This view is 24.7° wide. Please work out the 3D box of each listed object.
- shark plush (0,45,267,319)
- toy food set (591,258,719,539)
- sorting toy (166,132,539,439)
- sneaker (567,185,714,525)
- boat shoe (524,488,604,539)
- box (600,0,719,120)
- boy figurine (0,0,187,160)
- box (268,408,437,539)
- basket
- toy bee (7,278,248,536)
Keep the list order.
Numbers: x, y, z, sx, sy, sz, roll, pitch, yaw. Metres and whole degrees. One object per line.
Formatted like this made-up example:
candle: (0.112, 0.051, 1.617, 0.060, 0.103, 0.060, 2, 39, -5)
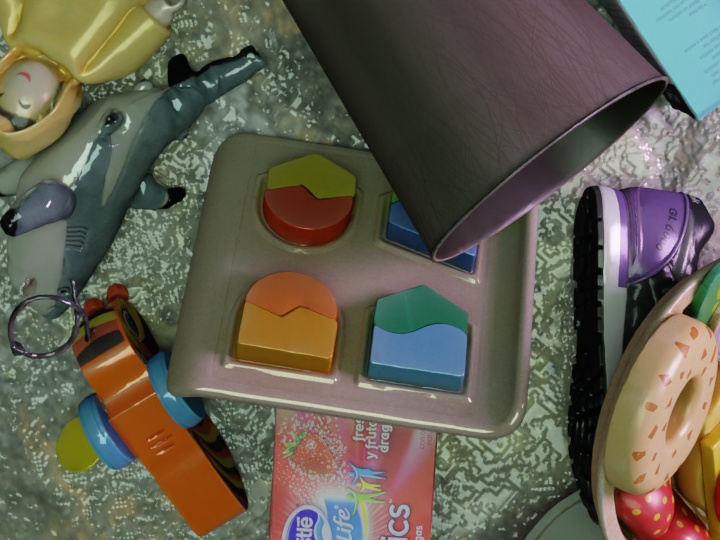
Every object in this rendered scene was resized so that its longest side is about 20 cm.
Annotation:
shark plush: (-0.141, -0.065, 0.992, 0.200, 0.091, 0.083, -47, 116, -12)
toy food set: (0.201, 0.081, 0.938, 0.198, 0.048, 0.201, -40, 133, -29)
sorting toy: (0.000, 0.000, 0.934, 0.197, 0.187, 0.037, 6, 144, 3)
sneaker: (0.173, 0.052, 0.969, 0.086, 0.076, 0.203, 2, 92, -7)
boat shoe: (0.118, 0.201, 1.004, 0.075, 0.062, 0.200, 41, 75, 14)
box: (0.149, -0.183, 0.931, 0.049, 0.082, 0.201, -35, 97, 7)
boy figurine: (-0.166, -0.161, 0.950, 0.124, 0.064, 0.201, 31, 93, 6)
box: (-0.005, 0.147, 0.981, 0.093, 0.103, 0.202, 4, 105, 2)
basket: (0.044, -0.131, 0.903, 0.201, 0.180, 0.136, 51, 142, 9)
toy bee: (-0.130, 0.059, 0.986, 0.129, 0.109, 0.202, -12, 124, -4)
